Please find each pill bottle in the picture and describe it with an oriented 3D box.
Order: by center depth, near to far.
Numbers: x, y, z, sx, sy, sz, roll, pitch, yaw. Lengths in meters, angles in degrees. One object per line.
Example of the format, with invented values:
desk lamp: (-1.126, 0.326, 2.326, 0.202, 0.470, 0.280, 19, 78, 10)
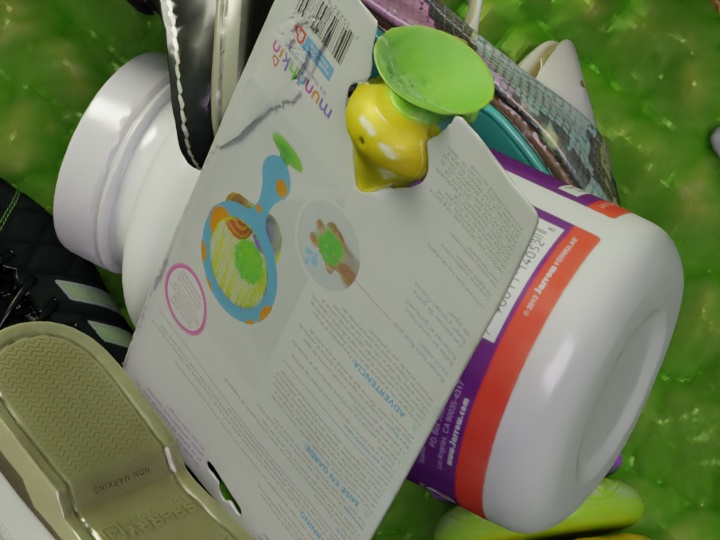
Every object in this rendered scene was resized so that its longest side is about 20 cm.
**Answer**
pill bottle: (0.000, 0.000, 0.919, 0.200, 0.112, 0.112, 26, 89, 19)

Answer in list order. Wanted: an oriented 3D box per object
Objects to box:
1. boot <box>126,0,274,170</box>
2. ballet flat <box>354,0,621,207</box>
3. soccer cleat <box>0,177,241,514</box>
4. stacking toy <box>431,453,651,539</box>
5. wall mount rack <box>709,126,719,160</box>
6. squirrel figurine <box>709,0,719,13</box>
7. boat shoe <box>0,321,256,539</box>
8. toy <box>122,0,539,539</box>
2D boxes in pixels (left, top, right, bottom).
boot: (-0.100, -0.110, 0.899, 0.154, 0.073, 0.204, -9, 59, 7)
ballet flat: (0.033, -0.072, 0.969, 0.200, 0.069, 0.071, 42, 56, -6)
soccer cleat: (-0.103, 0.037, 0.945, 0.068, 0.081, 0.200, -41, 98, -4)
stacking toy: (0.064, 0.093, 0.975, 0.116, 0.110, 0.200, -6, 79, -17)
wall mount rack: (0.221, 0.010, 0.999, 0.200, 0.075, 0.174, -21, 99, -8)
squirrel figurine: (0.110, -0.155, 0.905, 0.187, 0.200, 0.142, 6, 97, -17)
boat shoe: (-0.069, 0.111, 0.858, 0.075, 0.068, 0.200, -11, 56, -34)
toy: (-0.003, 0.006, 0.820, 0.047, 0.200, 0.115, -20, 59, -34)
